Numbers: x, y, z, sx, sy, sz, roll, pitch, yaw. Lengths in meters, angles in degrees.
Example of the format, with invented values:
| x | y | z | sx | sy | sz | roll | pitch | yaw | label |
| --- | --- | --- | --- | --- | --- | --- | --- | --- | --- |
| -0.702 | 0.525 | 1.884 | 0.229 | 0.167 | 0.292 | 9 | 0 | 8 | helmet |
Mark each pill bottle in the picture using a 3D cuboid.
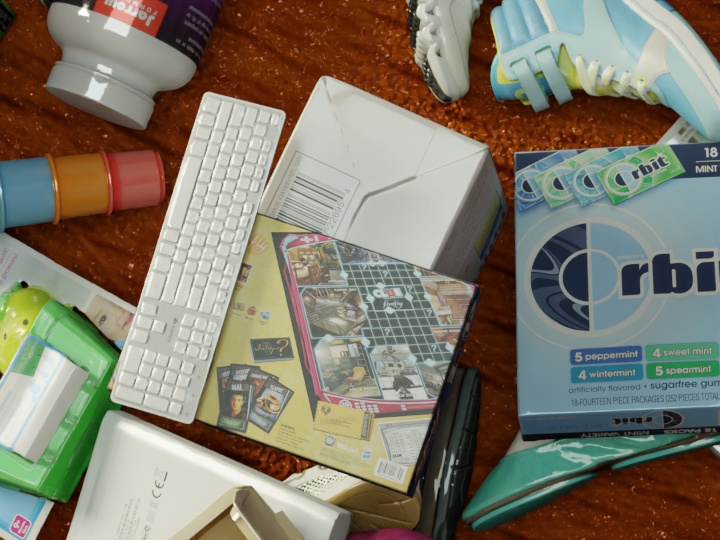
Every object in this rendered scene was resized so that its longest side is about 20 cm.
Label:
| x | y | z | sx | sy | sz | roll | pitch | yaw | label |
| --- | --- | --- | --- | --- | --- | --- | --- | --- | --- |
| -0.150 | -0.206 | 1.671 | 0.112 | 0.112 | 0.201 | 20 | 84 | 8 | pill bottle |

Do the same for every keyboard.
| x | y | z | sx | sy | sz | roll | pitch | yaw | label |
| --- | --- | --- | --- | --- | --- | --- | --- | --- | --- |
| -0.099 | -0.009 | 1.454 | 0.056 | 0.011 | 0.201 | 15 | 83 | 10 | keyboard |

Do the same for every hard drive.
| x | y | z | sx | sy | sz | roll | pitch | yaw | label |
| --- | --- | --- | --- | --- | --- | --- | --- | --- | --- |
| -0.109 | 0.190 | 1.590 | 0.199 | 0.027 | 0.133 | 21 | 96 | 31 | hard drive |

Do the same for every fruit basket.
| x | y | z | sx | sy | sz | roll | pitch | yaw | label |
| --- | --- | --- | --- | --- | --- | --- | --- | --- | --- |
| -0.267 | 0.068 | 1.653 | 0.199 | 0.094 | 0.186 | 30 | 85 | 12 | fruit basket |

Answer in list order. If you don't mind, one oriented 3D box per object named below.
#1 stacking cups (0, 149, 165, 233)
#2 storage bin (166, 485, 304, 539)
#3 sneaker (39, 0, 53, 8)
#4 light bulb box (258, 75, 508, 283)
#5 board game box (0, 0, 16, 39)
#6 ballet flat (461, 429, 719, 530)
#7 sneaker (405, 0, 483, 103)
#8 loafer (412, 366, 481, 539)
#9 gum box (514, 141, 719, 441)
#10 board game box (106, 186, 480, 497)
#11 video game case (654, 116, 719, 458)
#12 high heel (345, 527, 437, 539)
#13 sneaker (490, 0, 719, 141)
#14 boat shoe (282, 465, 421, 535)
| x | y | z | sx | sy | sz | roll | pitch | yaw | label |
| --- | --- | --- | --- | --- | --- | --- | --- | --- | --- |
| -0.236 | -0.052 | 1.656 | 0.199 | 0.061 | 0.061 | -6 | 81 | -14 | stacking cups |
| -0.092 | 0.271 | 1.491 | 0.200 | 0.094 | 0.199 | -39 | 80 | 10 | storage bin |
| -0.218 | -0.297 | 1.714 | 0.086 | 0.075 | 0.201 | 23 | 84 | 14 | sneaker |
| 0.000 | 0.000 | 1.582 | 0.124 | 0.200 | 0.199 | 25 | 85 | 10 | light bulb box |
| -0.393 | -0.169 | 1.644 | 0.199 | 0.200 | 0.201 | 31 | 85 | 9 | board game box |
| 0.156 | 0.114 | 1.614 | 0.199 | 0.067 | 0.071 | -21 | 77 | 9 | ballet flat |
| 0.069 | -0.220 | 1.677 | 0.080 | 0.075 | 0.202 | -3 | 82 | -4 | sneaker |
| 0.038 | 0.161 | 1.623 | 0.062 | 0.072 | 0.201 | 9 | 84 | 13 | loafer |
| 0.189 | 0.012 | 1.588 | 0.169 | 0.045 | 0.201 | -3 | 61 | 8 | gum box |
| -0.040 | 0.044 | 1.461 | 0.199 | 0.035 | 0.136 | 19 | 84 | 11 | board game box |
| 0.251 | -0.003 | 1.648 | 0.182 | 0.022 | 0.200 | 42 | 87 | 9 | video game case |
| 0.077 | 0.225 | 1.584 | 0.096 | 0.199 | 0.068 | 27 | 92 | 50 | high heel |
| 0.168 | -0.134 | 1.641 | 0.130 | 0.080 | 0.200 | -39 | 61 | 0 | sneaker |
| -0.038 | 0.173 | 1.618 | 0.199 | 0.070 | 0.071 | -26 | 118 | 26 | boat shoe |
